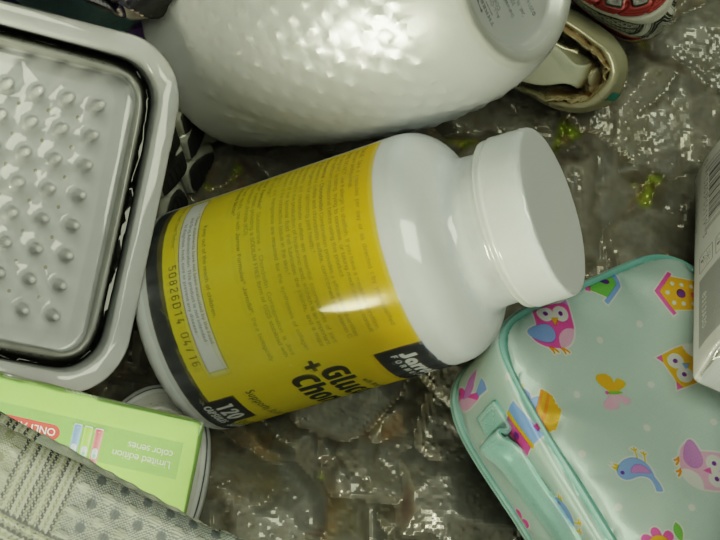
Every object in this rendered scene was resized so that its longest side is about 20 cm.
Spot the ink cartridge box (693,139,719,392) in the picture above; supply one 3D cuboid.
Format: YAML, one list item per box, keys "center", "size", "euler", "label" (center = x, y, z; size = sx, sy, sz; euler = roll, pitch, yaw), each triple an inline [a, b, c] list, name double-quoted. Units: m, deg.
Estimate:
- center: [0.264, 0.027, 0.996]
  size: [0.199, 0.050, 0.161]
  euler: [23, 40, -10]
  label: "ink cartridge box"

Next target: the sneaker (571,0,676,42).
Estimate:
- center: [0.106, -0.203, 1.083]
  size: [0.078, 0.082, 0.201]
  euler: [-31, 65, 2]
  label: "sneaker"

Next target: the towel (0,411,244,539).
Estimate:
- center: [-0.173, 0.150, 0.786]
  size: [0.199, 0.035, 0.193]
  euler: [28, 79, -7]
  label: "towel"

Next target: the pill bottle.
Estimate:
- center: [0.000, 0.000, 0.929]
  size: [0.199, 0.112, 0.113]
  euler: [-17, 74, 22]
  label: "pill bottle"

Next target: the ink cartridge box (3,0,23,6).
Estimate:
- center: [-0.248, -0.117, 0.924]
  size: [0.200, 0.042, 0.120]
  euler: [37, 81, -14]
  label: "ink cartridge box"

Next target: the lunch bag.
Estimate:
- center: [0.142, 0.096, 0.969]
  size: [0.160, 0.077, 0.201]
  euler: [-22, 71, -31]
  label: "lunch bag"

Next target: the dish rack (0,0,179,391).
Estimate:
- center: [-0.194, -0.042, 0.899]
  size: [0.199, 0.044, 0.173]
  euler: [12, 88, -17]
  label: "dish rack"

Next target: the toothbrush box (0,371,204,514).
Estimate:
- center: [-0.161, 0.150, 0.843]
  size: [0.145, 0.086, 0.201]
  euler: [13, 76, -9]
  label: "toothbrush box"

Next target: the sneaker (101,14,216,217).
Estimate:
- center: [-0.111, -0.092, 1.014]
  size: [0.083, 0.081, 0.201]
  euler: [20, 61, 13]
  label: "sneaker"

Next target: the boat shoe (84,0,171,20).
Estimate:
- center: [-0.177, -0.181, 0.927]
  size: [0.199, 0.093, 0.075]
  euler: [26, 98, 34]
  label: "boat shoe"

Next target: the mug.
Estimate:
- center: [-0.001, -0.160, 0.925]
  size: [0.147, 0.175, 0.201]
  euler: [-32, 114, -44]
  label: "mug"

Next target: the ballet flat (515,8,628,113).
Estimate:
- center: [0.053, -0.141, 1.044]
  size: [0.199, 0.069, 0.070]
  euler: [26, 70, -1]
  label: "ballet flat"

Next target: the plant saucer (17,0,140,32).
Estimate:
- center: [-0.168, -0.188, 1.016]
  size: [0.200, 0.039, 0.202]
  euler: [-4, 74, 15]
  label: "plant saucer"

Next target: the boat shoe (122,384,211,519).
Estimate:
- center: [-0.131, 0.140, 0.930]
  size: [0.072, 0.066, 0.200]
  euler: [33, 70, 1]
  label: "boat shoe"
